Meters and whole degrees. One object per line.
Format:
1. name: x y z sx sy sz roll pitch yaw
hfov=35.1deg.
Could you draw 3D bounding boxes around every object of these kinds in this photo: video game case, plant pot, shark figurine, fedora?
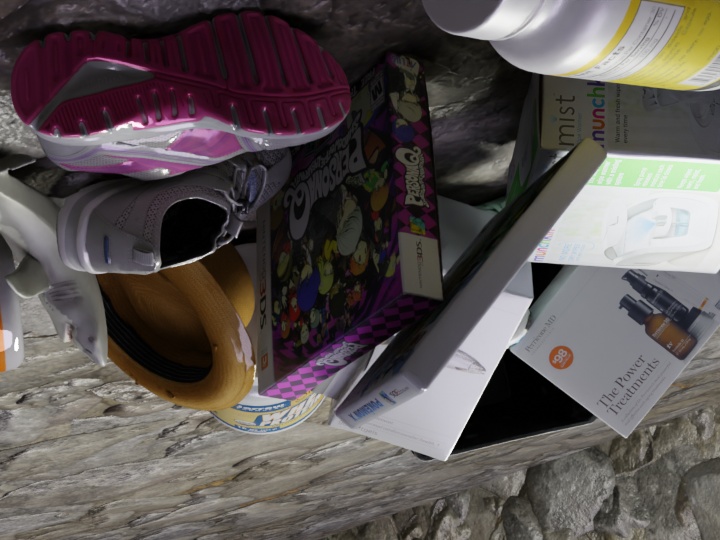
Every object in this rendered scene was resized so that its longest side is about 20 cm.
1. video game case: -0.016 -0.025 0.801 0.036 0.182 0.200 12 151 -29
2. plant pot: 0.118 0.087 1.245 0.200 0.200 0.177 -11 175 -10
3. shark figurine: -0.212 -0.039 0.773 0.089 0.128 0.215 -27 149 -5
4. video game case: 0.069 0.015 0.762 0.200 0.022 0.182 -49 -179 -20
5. fedora: -0.146 0.013 0.886 0.201 0.201 0.082 -36 -173 48

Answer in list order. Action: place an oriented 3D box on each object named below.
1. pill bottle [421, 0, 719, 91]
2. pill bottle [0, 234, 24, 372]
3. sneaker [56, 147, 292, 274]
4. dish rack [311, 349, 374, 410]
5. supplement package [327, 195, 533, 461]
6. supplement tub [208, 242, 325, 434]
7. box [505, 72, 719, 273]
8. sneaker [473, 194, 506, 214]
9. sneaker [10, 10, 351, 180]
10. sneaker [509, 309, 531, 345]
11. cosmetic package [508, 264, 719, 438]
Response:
1. pill bottle: 0.134 -0.161 0.628 0.200 0.112 0.111 -1 157 -36
2. pill bottle: -0.351 0.030 0.819 0.200 0.113 0.113 -7 160 -19
3. sneaker: -0.102 -0.038 0.754 0.082 0.075 0.200 18 -146 29
4. dish rack: 0.000 0.000 0.914 0.043 0.200 0.172 18 156 -6
5. supplement package: 0.059 0.048 1.003 0.117 0.117 0.200 18 124 -6
6. supplement tub: -0.094 0.066 1.065 0.144 0.145 0.200 -12 162 -7
7. box: 0.207 -0.082 0.858 0.176 0.097 0.200 4 159 1
8. sneaker: 0.140 -0.040 1.037 0.118 0.074 0.200 -5 163 -43
9. sneaker: -0.106 -0.101 0.691 0.200 0.082 0.088 -2 163 -15
10. sneaker: 0.065 0.031 1.096 0.200 0.075 0.087 10 165 7
11. cosmetic package: 0.264 0.041 1.129 0.200 0.151 0.052 -53 -175 7
